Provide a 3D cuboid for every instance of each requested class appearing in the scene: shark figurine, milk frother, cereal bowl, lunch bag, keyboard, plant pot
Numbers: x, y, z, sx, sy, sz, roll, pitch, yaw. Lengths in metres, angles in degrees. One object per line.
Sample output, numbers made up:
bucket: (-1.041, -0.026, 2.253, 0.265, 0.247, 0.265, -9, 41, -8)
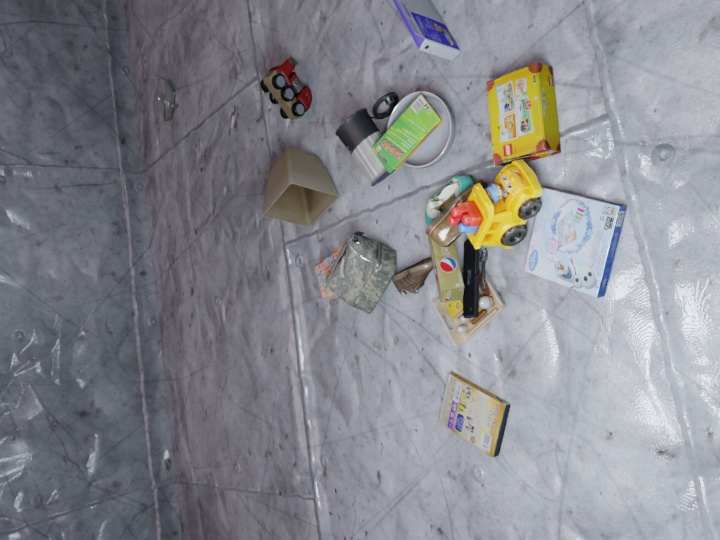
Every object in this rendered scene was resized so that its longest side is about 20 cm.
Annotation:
shark figurine: (-0.938, -0.841, 2.945, 0.126, 0.088, 0.222, -7, 88, 47)
milk frother: (0.063, -0.386, 1.787, 0.198, 0.180, 0.190, -37, 88, 23)
cereal bowl: (0.175, -0.380, 1.689, 0.195, 0.083, 0.207, 0, 89, 31)
lunch bag: (0.000, 0.000, 1.838, 0.202, 0.164, 0.141, -58, 17, 34)
keyboard: (0.291, 0.015, 1.552, 0.127, 0.020, 0.207, 155, 117, -73)
plant pot: (-0.212, -0.292, 2.085, 0.199, 0.196, 0.182, -38, 52, 42)

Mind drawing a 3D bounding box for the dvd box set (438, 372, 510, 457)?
dvd box set: (0.301, 0.382, 1.640, 0.198, 0.029, 0.151, 23, 109, 46)

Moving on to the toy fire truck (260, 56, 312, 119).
toy fire truck: (-0.237, -0.652, 2.135, 0.127, 0.177, 0.202, 6, 55, 47)

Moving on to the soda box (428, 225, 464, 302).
soda box: (0.224, -0.023, 1.622, 0.068, 0.062, 0.205, 83, 180, -58)

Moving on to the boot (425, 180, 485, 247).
boot: (0.263, -0.145, 1.598, 0.200, 0.074, 0.075, -47, 71, 3)

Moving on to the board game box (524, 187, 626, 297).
board game box: (0.484, -0.068, 1.400, 0.197, 0.043, 0.206, 25, 110, 45)

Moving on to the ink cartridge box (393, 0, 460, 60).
ink cartridge box: (0.156, -0.659, 1.627, 0.043, 0.196, 0.202, -40, 63, 37)

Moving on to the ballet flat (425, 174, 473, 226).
ballet flat: (0.223, -0.191, 1.671, 0.200, 0.069, 0.069, -45, 58, 40)

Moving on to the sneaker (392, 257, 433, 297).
sneaker: (0.162, 0.021, 1.749, 0.077, 0.069, 0.199, 61, 153, -1)

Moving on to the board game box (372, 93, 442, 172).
board game box: (0.124, -0.366, 1.658, 0.200, 0.030, 0.097, -43, 69, 21)

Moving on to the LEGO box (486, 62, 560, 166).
LEGO box: (0.388, -0.368, 1.469, 0.147, 0.076, 0.207, -7, 87, 48)

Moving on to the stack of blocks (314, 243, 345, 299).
stack of blocks: (-0.063, 0.002, 2.013, 0.199, 0.057, 0.118, -36, 66, 43)

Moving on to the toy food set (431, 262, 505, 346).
toy food set: (0.280, 0.085, 1.627, 0.201, 0.059, 0.146, -49, 58, 37)

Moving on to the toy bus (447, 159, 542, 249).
toy bus: (0.309, -0.152, 1.463, 0.203, 0.186, 0.138, 110, 147, -47)
